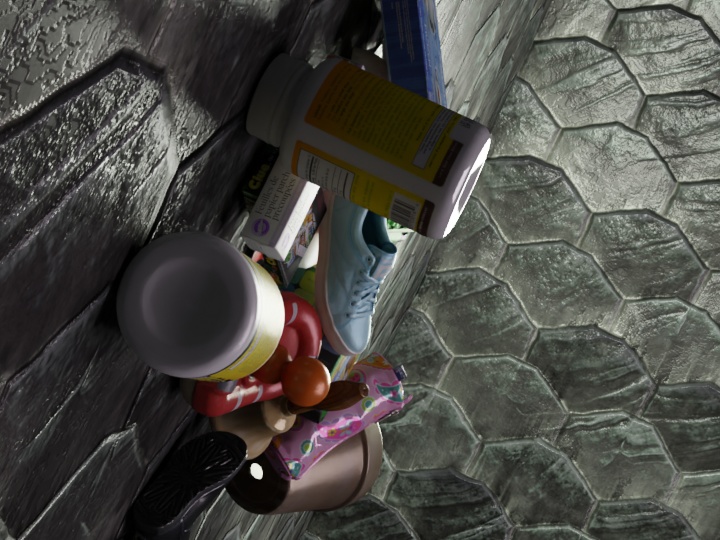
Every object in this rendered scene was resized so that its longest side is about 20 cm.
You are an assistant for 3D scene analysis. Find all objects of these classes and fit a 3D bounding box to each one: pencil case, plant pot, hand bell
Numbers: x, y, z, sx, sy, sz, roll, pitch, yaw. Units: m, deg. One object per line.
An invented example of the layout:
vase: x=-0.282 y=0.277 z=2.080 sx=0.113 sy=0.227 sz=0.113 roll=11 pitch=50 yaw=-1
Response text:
pencil case: x=-0.033 y=0.184 z=1.690 sx=0.200 sy=0.088 sz=0.088 roll=-32 pitch=161 yaw=-18
plant pot: x=-0.096 y=0.254 z=1.825 sx=0.173 sy=0.200 sz=0.201 roll=-19 pitch=136 yaw=-57
hand bell: x=-0.067 y=0.151 z=1.505 sx=0.199 sy=0.104 sz=0.104 roll=-15 pitch=-150 yaw=40

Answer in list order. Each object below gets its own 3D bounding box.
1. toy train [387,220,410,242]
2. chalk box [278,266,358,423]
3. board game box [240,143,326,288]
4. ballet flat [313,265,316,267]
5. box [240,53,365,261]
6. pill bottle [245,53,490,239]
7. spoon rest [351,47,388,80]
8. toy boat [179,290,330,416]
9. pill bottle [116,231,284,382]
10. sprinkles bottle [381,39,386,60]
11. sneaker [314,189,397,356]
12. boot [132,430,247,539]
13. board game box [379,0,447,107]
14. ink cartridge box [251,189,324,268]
toy train: x=0.020 y=-0.054 z=1.596 sx=0.057 sy=0.042 sz=0.200 roll=-57 pitch=160 yaw=16
chalk box: x=-0.067 y=0.074 z=1.580 sx=0.124 sy=0.124 sz=0.200 roll=-60 pitch=173 yaw=-26
board game box: x=-0.074 y=-0.070 z=1.342 sx=0.105 sy=0.023 sz=0.200 roll=-61 pitch=163 yaw=-22
ballet flat: x=-0.022 y=-0.041 z=1.744 sx=0.200 sy=0.070 sz=0.071 roll=-59 pitch=171 yaw=-38
box: x=-0.051 y=-0.108 z=1.255 sx=0.201 sy=0.039 sz=0.041 roll=-65 pitch=162 yaw=-14
pill bottle: x=0.005 y=-0.114 z=1.163 sx=0.110 sy=0.199 sz=0.109 roll=-62 pitch=172 yaw=-15
spoon rest: x=-0.003 y=-0.159 z=1.373 sx=0.200 sy=0.060 sz=0.100 roll=-72 pitch=167 yaw=-46
toy boat: x=-0.090 y=0.098 z=1.396 sx=0.131 sy=0.130 sz=0.200 roll=-66 pitch=163 yaw=13
pill bottle: x=-0.124 y=0.035 z=1.103 sx=0.113 sy=0.112 sz=0.200 roll=-64 pitch=172 yaw=-3
sprinkles bottle: x=0.064 y=-0.177 z=1.582 sx=0.068 sy=0.068 sz=0.201 roll=-41 pitch=129 yaw=-72
sneaker: x=0.000 y=0.000 z=1.461 sx=0.074 sy=0.082 sz=0.201 roll=-17 pitch=108 yaw=-47
boot: x=-0.203 y=0.293 z=1.526 sx=0.165 sy=0.066 sz=0.201 roll=-37 pitch=151 yaw=-37
board game box: x=0.059 y=-0.229 z=1.416 sx=0.199 sy=0.043 sz=0.201 roll=-21 pitch=105 yaw=-81
ink cartridge box: x=-0.052 y=-0.079 z=1.476 sx=0.200 sy=0.050 sz=0.163 roll=-44 pitch=158 yaw=-78
